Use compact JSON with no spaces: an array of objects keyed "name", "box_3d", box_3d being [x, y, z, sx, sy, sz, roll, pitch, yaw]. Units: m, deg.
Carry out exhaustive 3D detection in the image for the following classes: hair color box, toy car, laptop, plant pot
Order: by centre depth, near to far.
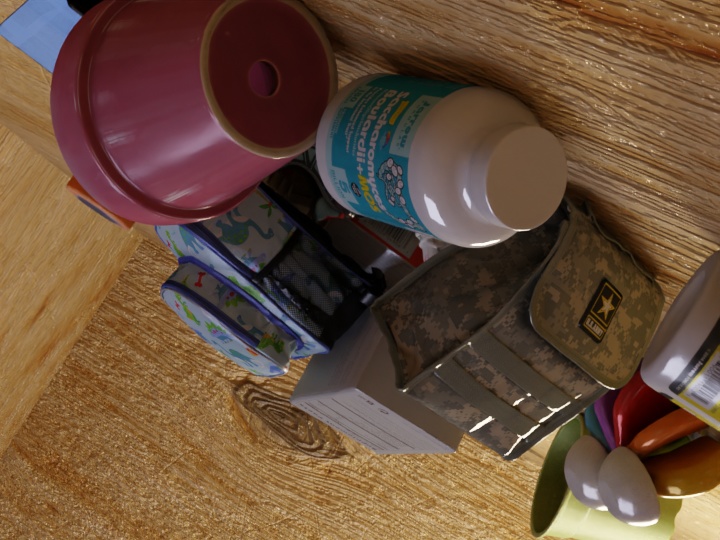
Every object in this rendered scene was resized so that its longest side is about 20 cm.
[{"name":"plant pot","box_3d":[-0.119,-0.142,1.071,0.200,0.201,0.178,37,155,-31]},{"name":"hair color box","box_3d":[0.000,0.000,1.397,0.111,0.064,0.200,36,144,-1]},{"name":"toy car","box_3d":[0.302,0.165,1.408,0.151,0.174,0.200,69,166,-7]},{"name":"laptop","box_3d":[-0.273,-0.211,1.423,0.187,0.116,0.200,37,-168,-29]},{"name":"plant pot","box_3d":[0.385,0.344,2.071,0.188,0.202,0.200,20,173,-4]}]

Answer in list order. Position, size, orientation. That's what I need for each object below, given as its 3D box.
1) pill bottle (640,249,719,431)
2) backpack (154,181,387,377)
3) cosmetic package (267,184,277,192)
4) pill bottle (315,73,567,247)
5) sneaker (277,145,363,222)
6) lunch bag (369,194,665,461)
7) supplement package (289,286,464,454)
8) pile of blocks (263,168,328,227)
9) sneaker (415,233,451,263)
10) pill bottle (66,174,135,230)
[{"name":"pill bottle","box_3d":[0.308,0.082,0.945,0.199,0.113,0.112,33,172,4]},{"name":"backpack","box_3d":[-0.106,0.001,1.277,0.200,0.147,0.183,45,165,-9]},{"name":"cosmetic package","box_3d":[-0.055,-0.086,1.479,0.200,0.082,0.113,38,172,-39]},{"name":"pill bottle","box_3d":[0.059,-0.079,0.963,0.111,0.111,0.199,37,170,-32]},{"name":"sneaker","box_3d":[-0.008,-0.078,1.283,0.199,0.096,0.079,33,171,-1]},{"name":"lunch bag","box_3d":[0.140,0.041,1.100,0.164,0.200,0.118,36,-157,-42]},{"name":"supplement package","box_3d":[0.032,0.099,1.294,0.117,0.118,0.200,32,163,-14]},{"name":"pile of blocks","box_3d":[-0.088,-0.133,1.334,0.200,0.082,0.062,47,158,3]},{"name":"sneaker","box_3d":[0.071,-0.046,1.148,0.199,0.100,0.078,34,172,-10]},{"name":"pill bottle","box_3d":[-0.189,-0.138,1.251,0.106,0.201,0.106,32,172,5]}]
